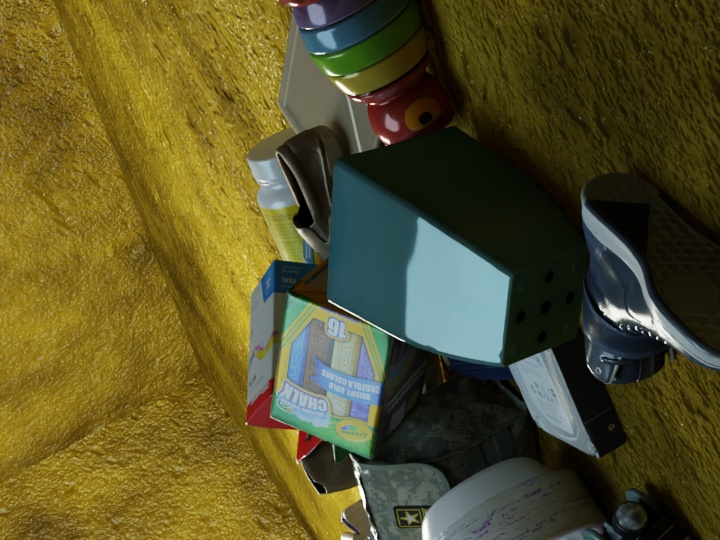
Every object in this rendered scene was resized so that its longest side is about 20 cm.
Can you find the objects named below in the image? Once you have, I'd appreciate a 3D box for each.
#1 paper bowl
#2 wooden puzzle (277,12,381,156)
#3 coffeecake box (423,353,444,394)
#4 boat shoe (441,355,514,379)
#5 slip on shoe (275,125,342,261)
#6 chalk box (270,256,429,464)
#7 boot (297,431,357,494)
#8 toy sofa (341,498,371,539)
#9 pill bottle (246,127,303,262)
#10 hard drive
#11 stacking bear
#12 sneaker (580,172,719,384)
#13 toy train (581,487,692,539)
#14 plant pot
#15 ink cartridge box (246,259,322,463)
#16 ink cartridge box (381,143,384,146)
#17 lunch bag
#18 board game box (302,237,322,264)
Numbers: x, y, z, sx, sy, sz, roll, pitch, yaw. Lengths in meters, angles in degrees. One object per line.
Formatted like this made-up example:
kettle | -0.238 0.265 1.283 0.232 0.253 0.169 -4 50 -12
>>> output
paper bowl | 0.144 0.269 1.634 0.105 0.200 0.201 59 167 22
wooden puzzle | -0.026 -0.169 1.648 0.185 0.037 0.200 57 158 28
coffeecake box | 0.055 0.139 1.862 0.200 0.073 0.154 76 -169 -47
boat shoe | 0.110 0.052 1.576 0.200 0.072 0.073 41 -129 -54
slip on shoe | -0.042 -0.052 1.664 0.076 0.060 0.201 40 146 52
chalk box | -0.008 0.101 1.628 0.123 0.124 0.201 21 121 18
boot | -0.047 0.177 1.829 0.200 0.075 0.074 -118 3 -50
toy sofa | 0.069 0.286 1.971 0.098 0.200 0.083 55 168 0
pill bottle | -0.057 -0.067 1.921 0.114 0.114 0.200 35 151 64
hard drive | 0.169 0.070 1.493 0.201 0.038 0.140 66 166 -15
stacking bear | 0.014 -0.195 1.405 0.200 0.121 0.114 60 167 -25
sneaker | 0.217 0.042 1.121 0.203 0.077 0.147 -118 20 -51
toy train | 0.265 0.285 1.478 0.114 0.085 0.200 44 160 28
plant pot | 0.089 -0.009 1.351 0.200 0.141 0.142 34 131 42
ink cartridge box | -0.082 0.103 1.770 0.116 0.067 0.201 128 145 -62
ink cartridge box | 0.025 -0.095 1.723 0.095 0.037 0.200 52 166 36
lunch bag | 0.091 0.221 1.746 0.118 0.200 0.164 49 161 45
board game box | 0.000 0.000 1.753 0.200 0.047 0.151 46 145 47
